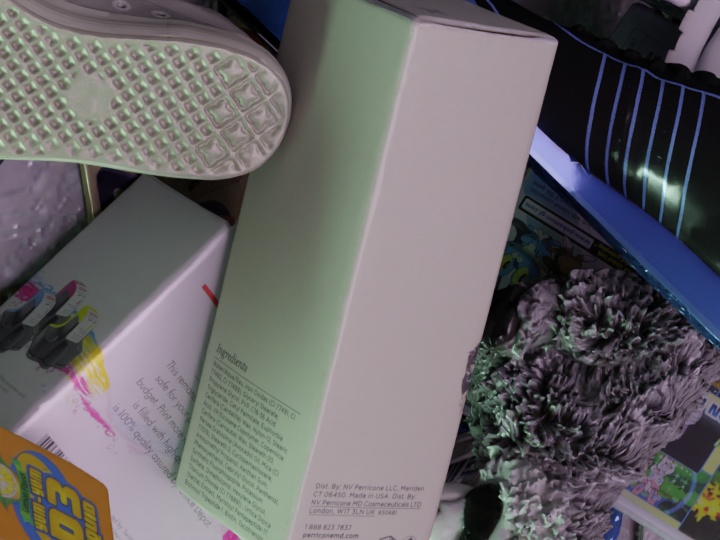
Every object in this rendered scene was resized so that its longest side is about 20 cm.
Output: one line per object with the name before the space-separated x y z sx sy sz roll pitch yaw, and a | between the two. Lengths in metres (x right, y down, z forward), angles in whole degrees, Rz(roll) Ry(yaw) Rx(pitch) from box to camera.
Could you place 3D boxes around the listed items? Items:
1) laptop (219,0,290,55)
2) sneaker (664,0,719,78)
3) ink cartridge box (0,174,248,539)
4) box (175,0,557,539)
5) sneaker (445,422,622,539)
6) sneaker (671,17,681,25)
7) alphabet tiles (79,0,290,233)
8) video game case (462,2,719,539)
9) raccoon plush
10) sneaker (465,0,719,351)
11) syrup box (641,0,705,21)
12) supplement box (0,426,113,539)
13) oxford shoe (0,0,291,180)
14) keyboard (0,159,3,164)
laptop | 0.025 -0.158 1.048 0.103 0.200 0.177 36 82 2
sneaker | 0.176 -0.092 1.098 0.076 0.080 0.200 -11 128 -58
ink cartridge box | -0.079 0.049 1.078 0.200 0.068 0.115 -43 129 -12
box | 0.000 0.000 1.019 0.068 0.082 0.200 6 106 -36
sneaker | 0.025 0.121 1.191 0.200 0.085 0.077 -27 125 -26
sneaker | 0.169 -0.062 1.237 0.087 0.076 0.200 11 103 -48
alphabet tiles | -0.020 -0.034 1.139 0.200 0.006 0.167 -24 122 -29
video game case | 0.148 0.018 1.182 0.200 0.022 0.183 32 98 -2
raccoon plush | 0.113 0.069 1.109 0.199 0.134 0.097 -12 164 4
sneaker | 0.106 -0.052 1.070 0.078 0.200 0.070 -45 176 0
syrup box | 0.109 -0.151 1.099 0.082 0.079 0.200 -61 153 4
supplement box | -0.167 0.144 0.997 0.069 0.067 0.200 28 119 -28
oxford shoe | -0.122 -0.076 0.986 0.200 0.058 0.075 12 110 -16
keyboard | -0.182 0.010 1.005 0.200 0.040 0.104 -52 132 -7
